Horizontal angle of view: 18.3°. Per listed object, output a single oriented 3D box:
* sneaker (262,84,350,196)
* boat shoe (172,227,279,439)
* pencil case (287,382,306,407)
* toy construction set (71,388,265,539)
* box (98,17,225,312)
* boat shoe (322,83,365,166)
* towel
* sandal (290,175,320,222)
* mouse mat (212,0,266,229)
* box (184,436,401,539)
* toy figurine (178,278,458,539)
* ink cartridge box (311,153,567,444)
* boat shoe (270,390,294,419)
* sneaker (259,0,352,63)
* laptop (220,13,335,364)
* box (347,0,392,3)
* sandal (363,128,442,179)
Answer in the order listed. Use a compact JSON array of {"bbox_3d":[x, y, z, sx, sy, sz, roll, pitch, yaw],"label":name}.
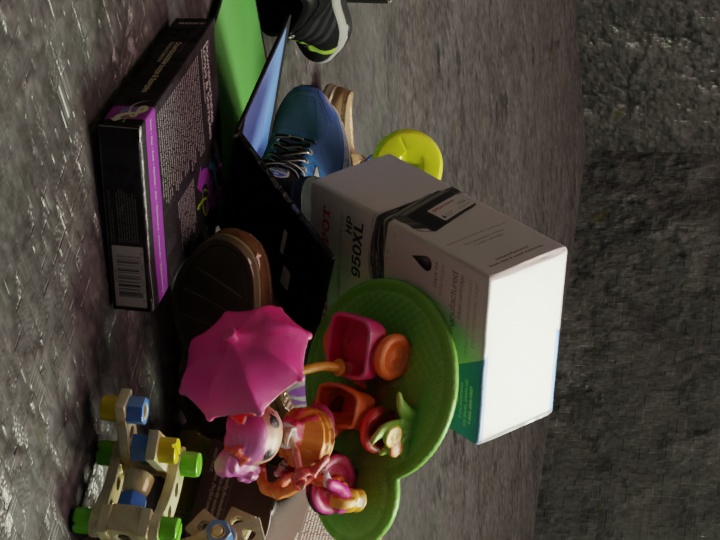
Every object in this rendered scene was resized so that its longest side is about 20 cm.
[{"bbox_3d":[-0.057,-0.074,1.902,0.089,0.078,0.200,76,21,-62],"label":"sneaker"},{"bbox_3d":[-0.095,0.036,1.676,0.068,0.072,0.200,-42,156,-40],"label":"boat shoe"},{"bbox_3d":[-0.032,0.107,1.917,0.200,0.085,0.084,65,23,-45],"label":"pencil case"},{"bbox_3d":[-0.139,0.181,1.556,0.200,0.092,0.131,55,38,-54],"label":"toy construction set"},{"bbox_3d":[-0.140,-0.080,1.605,0.200,0.036,0.143,-64,156,-60],"label":"box"},{"bbox_3d":[-0.010,-0.078,2.143,0.074,0.069,0.200,-27,119,-76],"label":"boat shoe"},{"bbox_3d":[-0.126,0.223,1.769,0.144,0.023,0.200,55,39,-72],"label":"towel"},{"bbox_3d":[0.001,0.000,1.855,0.201,0.048,0.075,62,32,-30],"label":"sandal"},{"bbox_3d":[-0.105,-0.152,1.824,0.161,0.008,0.200,81,17,-46],"label":"mouse mat"},{"bbox_3d":[-0.048,0.180,1.754,0.200,0.075,0.100,-2,111,-62],"label":"box"},{"bbox_3d":[-0.051,0.098,1.580,0.184,0.150,0.200,7,98,-47],"label":"toy figurine"},{"bbox_3d":[0.053,0.018,1.688,0.084,0.200,0.145,-20,125,-36],"label":"ink cartridge box"},{"bbox_3d":[-0.094,0.092,1.803,0.072,0.065,0.200,-37,130,-14],"label":"boat shoe"},{"bbox_3d":[-0.058,-0.231,1.936,0.083,0.072,0.200,-38,163,-16],"label":"sneaker"},{"bbox_3d":[-0.050,-0.058,1.740,0.200,0.103,0.177,53,-24,21],"label":"laptop"},{"bbox_3d":[-0.022,-0.350,1.984,0.200,0.086,0.164,56,38,-71],"label":"box"},{"bbox_3d":[0.011,-0.028,1.945,0.200,0.079,0.087,-64,-168,2],"label":"sandal"}]
